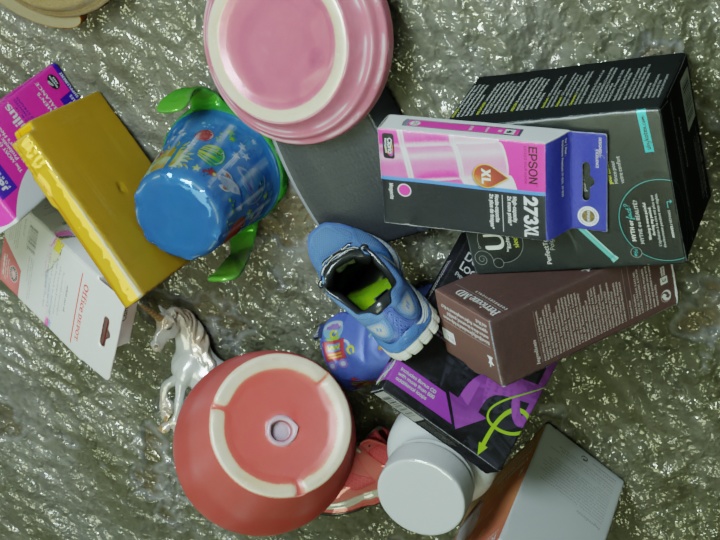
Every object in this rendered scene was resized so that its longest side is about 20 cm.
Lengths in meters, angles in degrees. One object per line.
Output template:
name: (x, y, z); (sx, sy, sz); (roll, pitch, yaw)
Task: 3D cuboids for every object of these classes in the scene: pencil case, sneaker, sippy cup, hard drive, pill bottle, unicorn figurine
pencil case: (0.051, 0.057, 1.614); (0.199, 0.087, 0.078); (-22, 151, 32)
sneaker: (0.012, 0.212, 1.739); (0.199, 0.074, 0.087); (-9, 102, 23)
sneaker: (0.000, 0.000, 1.493); (0.079, 0.200, 0.089); (-44, 128, -1)
sippy cup: (-0.157, -0.082, 1.585); (0.178, 0.130, 0.140); (45, 125, -7)
hard drive: (-0.014, -0.111, 1.561); (0.134, 0.042, 0.201); (-16, 112, 30)
pill bottle: (0.089, 0.168, 1.587); (0.114, 0.200, 0.115); (10, 122, 17)
unicorn figurine: (-0.173, 0.123, 1.751); (0.199, 0.074, 0.138); (21, 101, -11)

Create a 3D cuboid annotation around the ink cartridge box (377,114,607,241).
ink cartridge box: (0.114, -0.079, 1.378); (0.199, 0.037, 0.095); (6, 121, 19)

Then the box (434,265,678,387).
box: (0.179, 0.024, 1.457); (0.100, 0.199, 0.075); (30, 140, 57)

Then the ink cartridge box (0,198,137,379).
ink cartridge box: (-0.296, 0.010, 1.691); (0.200, 0.067, 0.117); (40, 131, 28)

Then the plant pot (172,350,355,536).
plant pot: (-0.090, 0.168, 1.619); (0.200, 0.201, 0.177); (36, 165, -1)

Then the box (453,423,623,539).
box: (0.167, 0.283, 1.624); (0.106, 0.200, 0.152); (37, 125, -2)

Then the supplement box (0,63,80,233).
supplement box: (-0.357, -0.112, 1.607); (0.103, 0.200, 0.101); (-26, 107, 33)

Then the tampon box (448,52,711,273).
tampon box: (0.196, -0.095, 1.431); (0.199, 0.126, 0.151); (-3, 117, 25)

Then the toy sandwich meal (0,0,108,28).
toy sandwich meal: (-0.292, -0.333, 1.534); (0.204, 0.070, 0.206); (9, 117, 18)

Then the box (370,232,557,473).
box: (0.117, 0.070, 1.511); (0.143, 0.201, 0.036); (35, 159, -13)

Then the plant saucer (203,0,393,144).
plant saucer: (-0.068, -0.216, 1.483); (0.199, 0.051, 0.202); (7, 105, 26)

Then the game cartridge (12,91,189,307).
game cartridge: (-0.248, -0.075, 1.584); (0.032, 0.176, 0.200); (-34, 94, 23)
